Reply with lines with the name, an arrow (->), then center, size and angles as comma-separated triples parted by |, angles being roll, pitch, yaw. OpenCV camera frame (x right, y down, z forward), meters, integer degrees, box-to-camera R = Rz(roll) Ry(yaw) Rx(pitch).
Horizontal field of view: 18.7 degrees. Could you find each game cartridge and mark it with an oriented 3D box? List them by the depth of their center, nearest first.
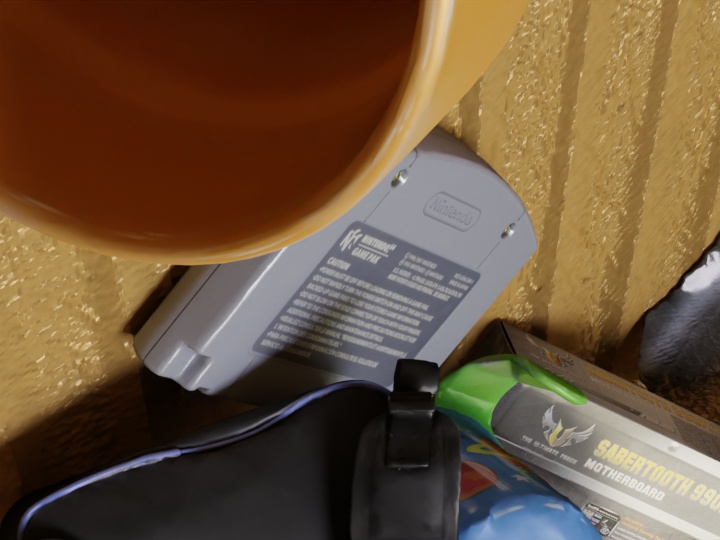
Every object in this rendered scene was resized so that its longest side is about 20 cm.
game cartridge -> 0.000, 0.000, 0.900 | 0.133, 0.042, 0.200 | -54, 155, 7

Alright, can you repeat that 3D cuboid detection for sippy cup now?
sippy cup -> 0.042, 0.134, 0.990 | 0.139, 0.130, 0.178 | -11, 104, -26

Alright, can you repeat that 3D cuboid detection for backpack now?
backpack -> -0.040, 0.156, 0.860 | 0.200, 0.191, 0.154 | -19, 174, -11

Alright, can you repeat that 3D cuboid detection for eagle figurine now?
eagle figurine -> 0.220, 0.072, 1.230 | 0.200, 0.151, 0.152 | -41, 169, -32

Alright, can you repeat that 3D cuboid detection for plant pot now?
plant pot -> -0.022, -0.133, 0.502 | 0.183, 0.200, 0.200 | -44, 160, -43

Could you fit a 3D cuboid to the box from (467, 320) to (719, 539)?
box -> 0.112, 0.134, 1.132 | 0.200, 0.048, 0.159 | 25, 111, -23
